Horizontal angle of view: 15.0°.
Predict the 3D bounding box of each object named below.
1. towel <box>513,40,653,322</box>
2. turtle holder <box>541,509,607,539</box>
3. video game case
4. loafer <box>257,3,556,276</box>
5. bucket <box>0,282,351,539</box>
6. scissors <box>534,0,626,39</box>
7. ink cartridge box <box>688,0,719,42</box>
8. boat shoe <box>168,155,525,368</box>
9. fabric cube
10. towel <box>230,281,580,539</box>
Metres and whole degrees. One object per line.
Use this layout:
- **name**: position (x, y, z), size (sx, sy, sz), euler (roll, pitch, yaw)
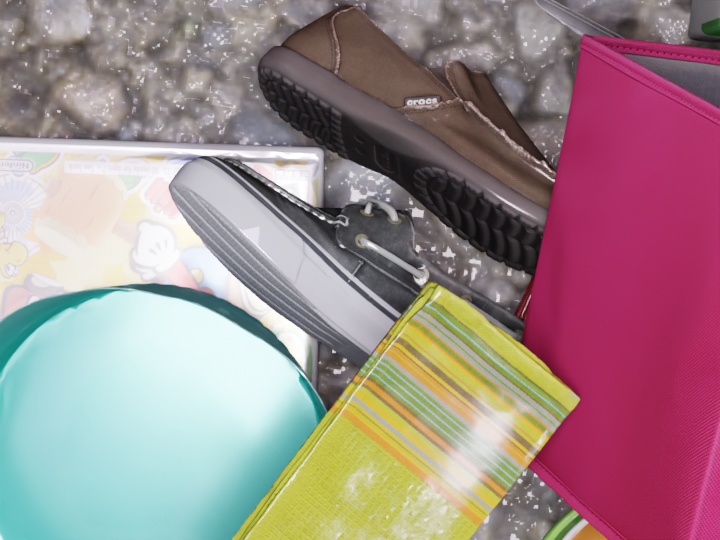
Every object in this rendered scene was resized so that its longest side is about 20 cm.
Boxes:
- **towel**: position (0.163, 0.005, 1.353), size (0.144, 0.023, 0.200), euler (25, 92, -2)
- **turtle holder**: position (0.154, 0.194, 1.293), size (0.141, 0.132, 0.186), euler (-11, 101, -6)
- **video game case**: position (-0.120, 0.027, 1.352), size (0.200, 0.023, 0.182), euler (2, 90, 0)
- **loafer**: position (0.048, -0.068, 1.318), size (0.200, 0.073, 0.071), euler (33, 72, 7)
- **bucket**: position (-0.103, 0.099, 1.272), size (0.207, 0.135, 0.207), euler (0, 94, 1)
- **scissors**: position (0.173, -0.084, 1.333), size (0.073, 0.014, 0.200), euler (-43, 92, 3)
- **ink cartridge box**: position (0.264, -0.140, 1.290), size (0.200, 0.147, 0.083), euler (6, 92, 1)
- **boat shoe**: position (0.000, 0.000, 1.316), size (0.200, 0.072, 0.071), euler (38, 76, -13)
- **fabric cube**: position (0.203, 0.021, 1.218), size (0.200, 0.196, 0.200), euler (4, 105, -24)
- **towel**: position (0.005, 0.108, 1.198), size (0.086, 0.018, 0.200), euler (37, 89, -8)
